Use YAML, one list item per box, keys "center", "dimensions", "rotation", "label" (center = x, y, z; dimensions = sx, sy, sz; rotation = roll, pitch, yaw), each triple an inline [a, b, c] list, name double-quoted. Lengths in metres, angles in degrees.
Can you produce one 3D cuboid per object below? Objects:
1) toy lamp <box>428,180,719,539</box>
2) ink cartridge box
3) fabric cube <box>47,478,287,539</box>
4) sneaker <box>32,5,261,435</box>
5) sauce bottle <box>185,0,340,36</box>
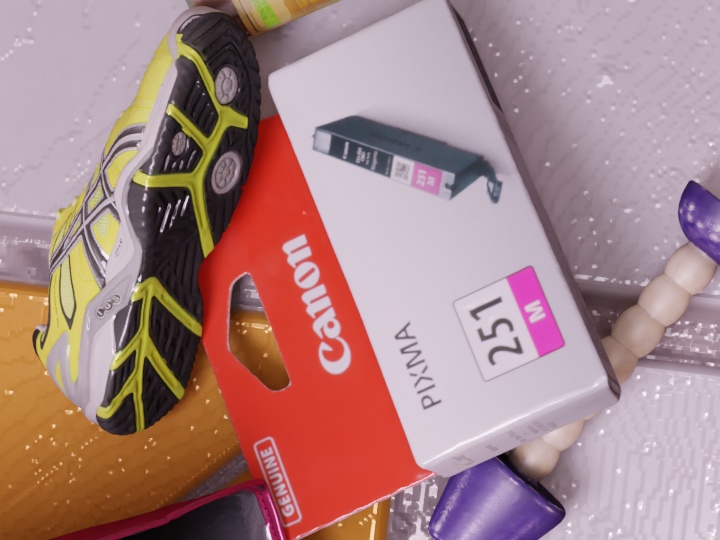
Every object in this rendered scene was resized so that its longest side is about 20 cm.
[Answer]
- center: [0.106, 0.053, 0.966]
  dimensions: [0.058, 0.058, 0.200]
  rotation: [40, 95, 7]
  label: "toy lamp"
- center: [0.000, 0.000, 0.961]
  dimensions: [0.173, 0.044, 0.200]
  rotation: [-25, 72, 10]
  label: "ink cartridge box"
- center: [-0.137, 0.219, 0.906]
  dimensions: [0.199, 0.200, 0.197]
  rotation: [-19, 87, 23]
  label: "fabric cube"
- center: [-0.106, -0.028, 0.973]
  dimensions: [0.076, 0.075, 0.200]
  rotation: [27, 104, 33]
  label: "sneaker"
- center: [0.011, -0.168, 0.979]
  dimensions: [0.200, 0.065, 0.065]
  rotation: [-24, 86, 7]
  label: "sauce bottle"
